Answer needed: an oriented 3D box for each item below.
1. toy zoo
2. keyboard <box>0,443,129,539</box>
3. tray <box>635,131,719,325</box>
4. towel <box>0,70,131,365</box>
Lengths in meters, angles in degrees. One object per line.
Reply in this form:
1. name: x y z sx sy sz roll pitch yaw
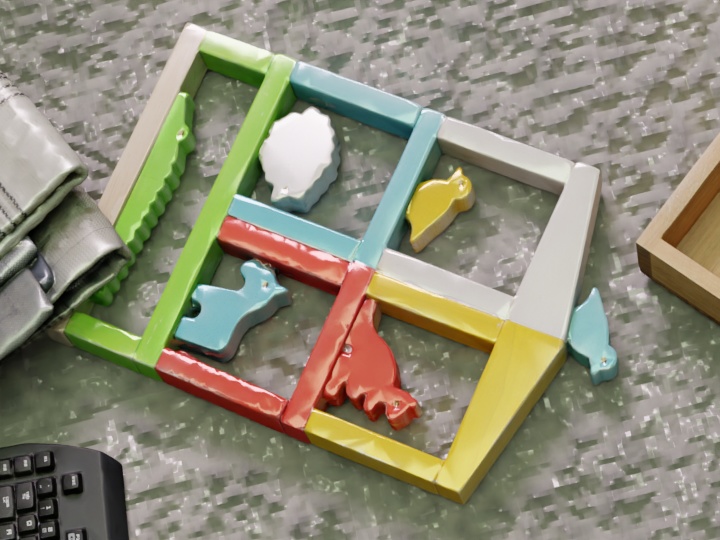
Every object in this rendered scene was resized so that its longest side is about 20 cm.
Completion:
1. toy zoo: 0.000 0.000 0.965 0.200 0.020 0.131 21 76 15
2. keyboard: -0.103 0.153 0.919 0.104 0.040 0.200 -10 72 6
3. tray: 0.198 -0.055 0.948 0.099 0.037 0.200 35 79 17
4. towel: -0.208 -0.016 0.982 0.193 0.035 0.200 -39 64 -6
